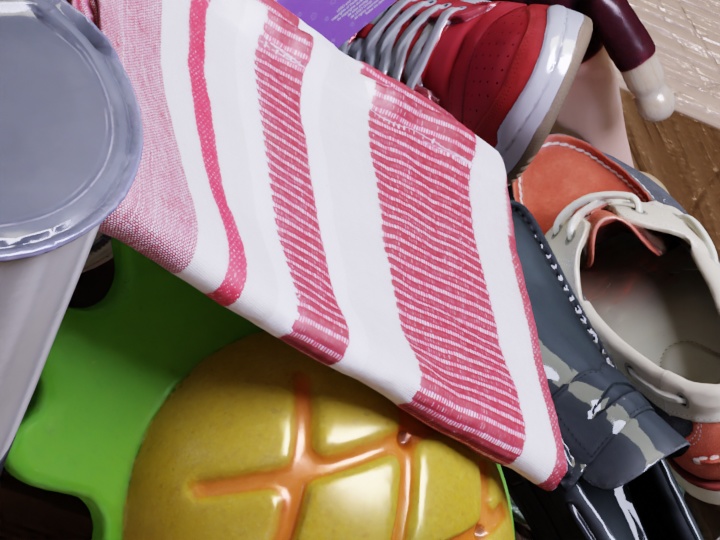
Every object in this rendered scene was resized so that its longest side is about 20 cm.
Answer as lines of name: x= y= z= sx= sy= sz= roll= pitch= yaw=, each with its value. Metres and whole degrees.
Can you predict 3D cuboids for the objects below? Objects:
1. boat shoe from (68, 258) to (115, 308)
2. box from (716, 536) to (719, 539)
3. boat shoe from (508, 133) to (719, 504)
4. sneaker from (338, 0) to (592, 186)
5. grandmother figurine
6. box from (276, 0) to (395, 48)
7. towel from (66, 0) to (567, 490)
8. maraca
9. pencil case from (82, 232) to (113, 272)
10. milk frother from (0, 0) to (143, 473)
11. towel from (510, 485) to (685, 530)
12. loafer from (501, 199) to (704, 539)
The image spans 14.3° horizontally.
boat shoe: x=-0.064 y=0.038 z=0.977 sx=0.199 sy=0.070 sz=0.071 roll=18 pitch=45 yaw=-34
box: x=0.179 y=0.173 z=0.995 sx=0.199 sy=0.117 sz=0.060 roll=17 pitch=30 yaw=-28
boat shoe: x=0.105 y=0.005 z=1.108 sx=0.200 sy=0.071 sz=0.063 roll=61 pitch=-1 yaw=46
sneaker: x=0.012 y=-0.087 z=1.073 sx=0.112 sy=0.071 sz=0.200 roll=29 pitch=-5 yaw=-12
grandmother figurine: x=0.077 y=-0.099 z=1.180 sx=0.121 sy=0.200 sz=0.061 roll=14 pitch=53 yaw=23
box: x=-0.080 y=-0.096 z=1.033 sx=0.137 sy=0.039 sz=0.200 roll=25 pitch=56 yaw=40
towel: x=-0.013 y=-0.027 z=0.886 sx=0.200 sy=0.023 sz=0.144 roll=32 pitch=34 yaw=-36
maraca: x=-0.028 y=0.068 z=0.895 sx=0.200 sy=0.137 sz=0.107 roll=51 pitch=-21 yaw=-23
pencil case: x=-0.101 y=-0.086 z=0.935 sx=0.089 sy=0.078 sz=0.200 roll=7 pitch=43 yaw=-2
milk frother: x=-0.121 y=0.055 z=0.751 sx=0.200 sy=0.188 sz=0.181 roll=35 pitch=43 yaw=10
towel: x=0.047 y=0.040 z=1.150 sx=0.200 sy=0.023 sz=0.153 roll=32 pitch=27 yaw=-6
loafer: x=0.084 y=0.064 z=1.020 sx=0.068 sy=0.070 sz=0.201 roll=-22 pitch=91 yaw=-51
